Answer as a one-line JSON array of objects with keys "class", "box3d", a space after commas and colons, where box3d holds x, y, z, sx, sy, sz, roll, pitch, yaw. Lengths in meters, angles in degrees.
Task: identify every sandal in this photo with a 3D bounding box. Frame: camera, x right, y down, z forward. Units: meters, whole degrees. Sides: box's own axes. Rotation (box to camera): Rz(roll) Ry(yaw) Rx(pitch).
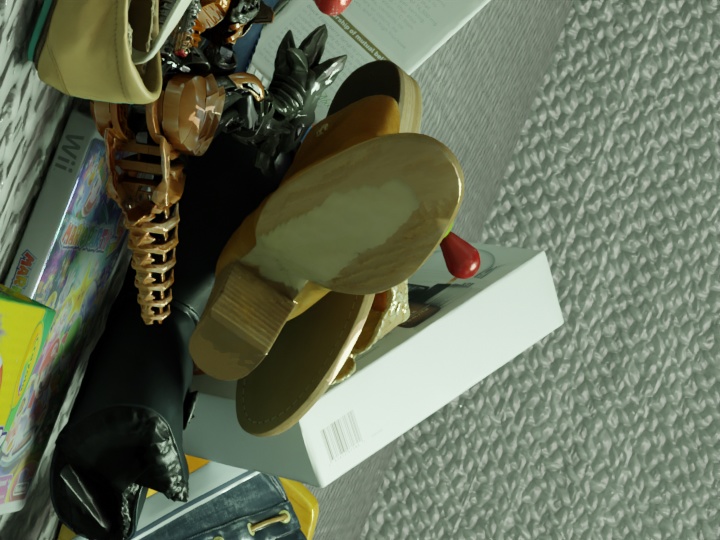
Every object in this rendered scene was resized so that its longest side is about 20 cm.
[{"class": "sandal", "box3d": [0.004, 0.000, 1.312, 0.070, 0.077, 0.213, 34, 63, -39]}]

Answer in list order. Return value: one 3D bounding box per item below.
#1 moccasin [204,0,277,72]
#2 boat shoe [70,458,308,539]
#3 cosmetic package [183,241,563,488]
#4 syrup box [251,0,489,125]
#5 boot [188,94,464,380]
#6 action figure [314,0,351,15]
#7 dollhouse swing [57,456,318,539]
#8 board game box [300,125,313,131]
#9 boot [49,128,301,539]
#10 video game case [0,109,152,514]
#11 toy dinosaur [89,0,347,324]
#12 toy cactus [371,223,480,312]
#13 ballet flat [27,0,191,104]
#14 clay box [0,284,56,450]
[{"class": "moccasin", "box3d": [-0.040, -0.177, 1.269, 0.081, 0.068, 0.201, -55, 165, -59]}, {"class": "boat shoe", "box3d": [-0.110, 0.174, 1.393, 0.200, 0.091, 0.071, -29, 173, -30]}, {"class": "cosmetic package", "box3d": [-0.007, 0.045, 1.434, 0.199, 0.150, 0.052, -32, 113, -35]}, {"class": "syrup box", "box3d": [0.029, -0.170, 1.436, 0.200, 0.081, 0.079, -39, -168, 39]}, {"class": "boot", "box3d": [-0.005, -0.043, 1.193, 0.201, 0.071, 0.144, -41, -164, 43]}, {"class": "action figure", "box3d": [0.027, -0.207, 1.216, 0.099, 0.065, 0.201, 104, 13, -56]}, {"class": "dollhouse swing", "box3d": [-0.073, 0.122, 1.556, 0.176, 0.182, 0.200, -50, 177, 17]}, {"class": "board game box", "box3d": [-0.025, -0.062, 1.640, 0.152, 0.036, 0.201, 100, -3, -57]}, {"class": "boot", "box3d": [-0.093, 0.027, 1.298, 0.169, 0.076, 0.201, -81, -164, -53]}, {"class": "video game case", "box3d": [-0.153, 0.025, 1.230, 0.143, 0.018, 0.201, 14, 97, -82]}, {"class": "toy dinosaur", "box3d": [-0.088, -0.085, 1.154, 0.201, 0.102, 0.136, -63, 163, 13]}, {"class": "toy cactus", "box3d": [-0.033, -0.056, 1.407, 0.102, 0.199, 0.165, -51, 129, -18]}, {"class": "ballet flat", "box3d": [-0.081, -0.161, 1.039, 0.069, 0.063, 0.201, -53, 163, -65]}, {"class": "clay box", "box3d": [-0.178, 0.057, 1.026, 0.200, 0.047, 0.116, 24, 88, -82]}]
